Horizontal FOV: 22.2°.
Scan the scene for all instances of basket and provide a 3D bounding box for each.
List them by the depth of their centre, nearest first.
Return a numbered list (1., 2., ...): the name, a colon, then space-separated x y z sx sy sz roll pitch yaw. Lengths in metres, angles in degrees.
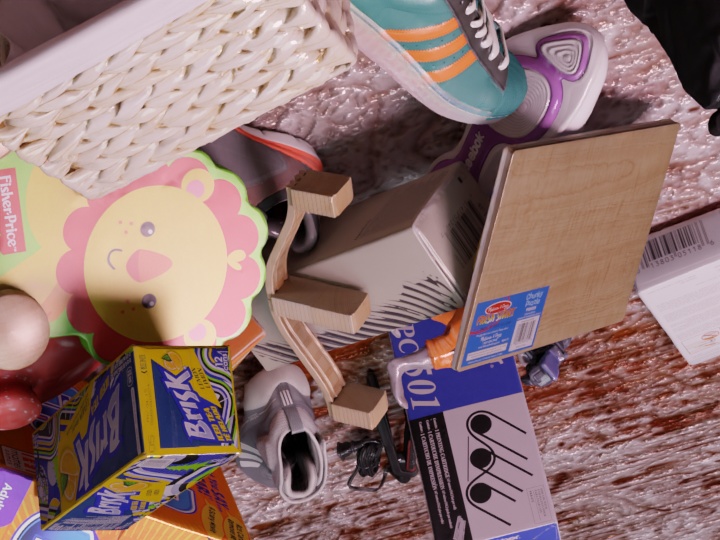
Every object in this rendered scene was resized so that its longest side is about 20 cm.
1. basket: -0.113 -0.145 0.978 0.199 0.136 0.123 -24 143 20

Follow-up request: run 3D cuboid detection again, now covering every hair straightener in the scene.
1. hair straightener: 0.013 0.144 1.590 0.076 0.041 0.200 -9 153 -5

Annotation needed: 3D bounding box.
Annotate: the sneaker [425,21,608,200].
1. sneaker: 0.113 -0.096 1.227 0.099 0.075 0.200 -18 155 -40

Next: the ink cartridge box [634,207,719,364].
1. ink cartridge box: 0.312 0.002 1.469 0.161 0.050 0.200 -22 156 14

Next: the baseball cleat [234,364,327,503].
1. baseball cleat: -0.066 0.156 1.506 0.069 0.107 0.200 -14 151 -7

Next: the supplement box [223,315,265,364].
1. supplement box: -0.126 0.059 1.295 0.069 0.067 0.200 -42 178 -17

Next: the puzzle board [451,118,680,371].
1. puzzle board: 0.134 -0.021 1.208 0.199 0.017 0.152 -13 123 -49

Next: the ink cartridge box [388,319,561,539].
1. ink cartridge box: 0.086 0.122 1.417 0.093 0.201 0.044 -15 149 3

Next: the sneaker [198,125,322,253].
1. sneaker: -0.100 -0.058 1.179 0.199 0.082 0.077 12 141 -34

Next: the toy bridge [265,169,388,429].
1. toy bridge: -0.027 0.022 1.199 0.067 0.027 0.201 12 132 25

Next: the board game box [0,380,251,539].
1. board game box: -0.225 0.209 1.341 0.199 0.200 0.201 22 104 -24

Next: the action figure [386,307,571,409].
1. action figure: 0.098 0.023 1.340 0.193 0.200 0.105 -29 102 13

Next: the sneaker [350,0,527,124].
1. sneaker: 0.047 -0.154 1.084 0.080 0.072 0.200 -31 139 30

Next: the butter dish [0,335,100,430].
1. butter dish: -0.239 0.036 1.215 0.200 0.149 0.199 -33 142 31

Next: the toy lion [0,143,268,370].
1. toy lion: -0.152 -0.030 1.117 0.191 0.069 0.201 -11 106 -19

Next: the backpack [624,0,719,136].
1. backpack: 0.267 -0.175 1.063 0.199 0.167 0.127 -10 144 -16

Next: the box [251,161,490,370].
1. box: 0.000 0.000 1.242 0.199 0.082 0.069 -20 113 44

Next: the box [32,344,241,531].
1. box: -0.142 0.106 1.133 0.064 0.071 0.200 1 160 -28
